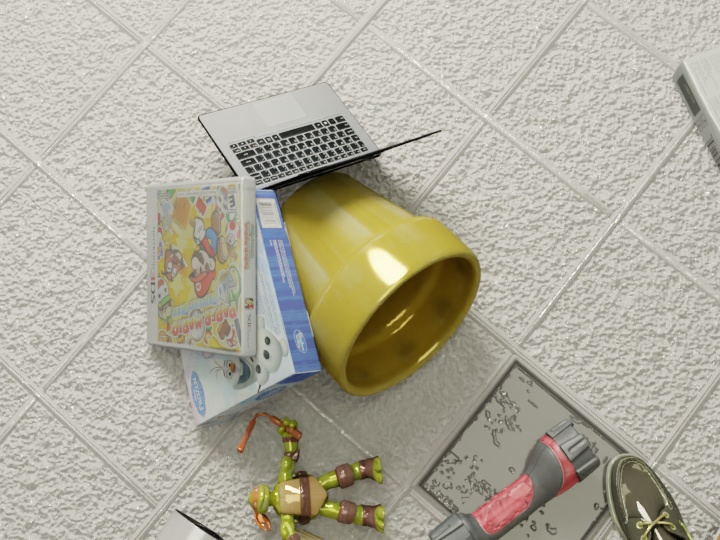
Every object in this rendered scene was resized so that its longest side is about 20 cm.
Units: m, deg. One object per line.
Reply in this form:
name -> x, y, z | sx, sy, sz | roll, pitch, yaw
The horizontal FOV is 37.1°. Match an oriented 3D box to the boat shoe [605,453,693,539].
boat shoe -> 0.321, 0.292, 1.147 | 0.071, 0.060, 0.205 | -18, 75, -3

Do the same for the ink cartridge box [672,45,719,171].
ink cartridge box -> 0.497, -0.205, 1.283 | 0.197, 0.057, 0.165 | -20, 75, -12

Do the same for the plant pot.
plant pot -> 0.000, 0.000, 1.177 | 0.200, 0.201, 0.189 | -40, 63, -8

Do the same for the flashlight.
flashlight -> 0.164, 0.244, 1.162 | 0.199, 0.068, 0.068 | -34, 77, -7

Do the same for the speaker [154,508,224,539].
speaker -> -0.218, 0.359, 1.141 | 0.080, 0.081, 0.202 | 30, 79, 10

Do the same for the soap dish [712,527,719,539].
soap dish -> 0.402, 0.355, 1.075 | 0.157, 0.081, 0.200 | 45, 61, -5

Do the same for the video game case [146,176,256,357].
video game case -> -0.177, -0.005, 1.168 | 0.023, 0.198, 0.186 | -1, 92, -41

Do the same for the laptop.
laptop -> -0.050, -0.163, 1.201 | 0.185, 0.117, 0.201 | -20, 61, -32

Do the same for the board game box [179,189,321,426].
board game box -> -0.136, 0.045, 1.173 | 0.043, 0.198, 0.203 | -1, 70, -42

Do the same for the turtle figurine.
turtle figurine -> -0.055, 0.257, 1.170 | 0.158, 0.065, 0.203 | 0, 67, -6

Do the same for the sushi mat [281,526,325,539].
sushi mat -> -0.010, 0.360, 1.167 | 0.197, 0.012, 0.097 | 22, 78, 8
